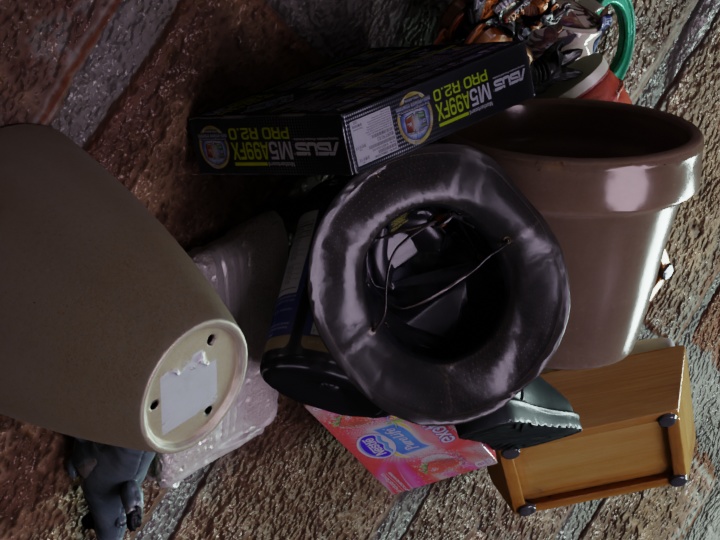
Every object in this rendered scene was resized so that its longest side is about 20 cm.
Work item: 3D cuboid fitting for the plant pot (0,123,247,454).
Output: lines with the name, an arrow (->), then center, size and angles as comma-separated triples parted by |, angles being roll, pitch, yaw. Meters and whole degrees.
plant pot -> -0.173, 0.032, 1.399 | 0.187, 0.199, 0.188 | -33, 139, -35

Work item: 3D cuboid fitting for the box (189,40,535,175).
box -> 0.003, -0.117, 1.561 | 0.199, 0.159, 0.045 | -26, 109, -42

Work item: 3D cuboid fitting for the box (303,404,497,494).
box -> 0.028, 0.095, 1.779 | 0.102, 0.095, 0.200 | -18, 148, 14

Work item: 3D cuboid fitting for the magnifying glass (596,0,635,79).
magnifying glass -> 0.202, -0.145, 1.893 | 0.079, 0.022, 0.202 | 13, 89, -55

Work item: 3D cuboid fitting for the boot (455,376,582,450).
boot -> 0.113, 0.056, 1.783 | 0.200, 0.076, 0.170 | 20, 57, -64

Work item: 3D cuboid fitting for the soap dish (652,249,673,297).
soap dish -> 0.205, -0.012, 1.985 | 0.158, 0.081, 0.200 | -50, 144, -16

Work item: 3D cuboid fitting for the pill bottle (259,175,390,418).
pill bottle -> 0.000, 0.000, 1.648 | 0.112, 0.111, 0.202 | 43, 57, -56

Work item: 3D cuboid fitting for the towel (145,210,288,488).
towel -> -0.110, 0.063, 1.658 | 0.132, 0.034, 0.201 | -30, 136, -39

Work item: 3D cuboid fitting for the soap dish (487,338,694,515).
soap dish -> 0.208, 0.146, 1.998 | 0.198, 0.082, 0.158 | -12, 143, 4

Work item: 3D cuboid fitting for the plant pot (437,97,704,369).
plant pot -> 0.152, -0.024, 1.645 | 0.199, 0.199, 0.176 | -17, 116, -47

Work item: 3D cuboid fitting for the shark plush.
shark plush -> -0.183, 0.154, 1.584 | 0.090, 0.083, 0.201 | -1, 127, -35

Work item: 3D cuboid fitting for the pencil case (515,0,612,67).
pencil case -> 0.152, -0.131, 1.828 | 0.089, 0.078, 0.202 | -7, 120, -32

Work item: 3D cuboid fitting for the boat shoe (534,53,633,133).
boat shoe -> 0.129, -0.097, 1.764 | 0.199, 0.071, 0.063 | -33, 114, 10

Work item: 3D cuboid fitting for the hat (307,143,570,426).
hat -> 0.045, 0.008, 1.555 | 0.199, 0.081, 0.203 | -2, 96, -17

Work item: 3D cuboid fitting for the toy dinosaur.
toy dinosaur -> 0.098, -0.189, 1.689 | 0.199, 0.103, 0.136 | -27, 165, 18
